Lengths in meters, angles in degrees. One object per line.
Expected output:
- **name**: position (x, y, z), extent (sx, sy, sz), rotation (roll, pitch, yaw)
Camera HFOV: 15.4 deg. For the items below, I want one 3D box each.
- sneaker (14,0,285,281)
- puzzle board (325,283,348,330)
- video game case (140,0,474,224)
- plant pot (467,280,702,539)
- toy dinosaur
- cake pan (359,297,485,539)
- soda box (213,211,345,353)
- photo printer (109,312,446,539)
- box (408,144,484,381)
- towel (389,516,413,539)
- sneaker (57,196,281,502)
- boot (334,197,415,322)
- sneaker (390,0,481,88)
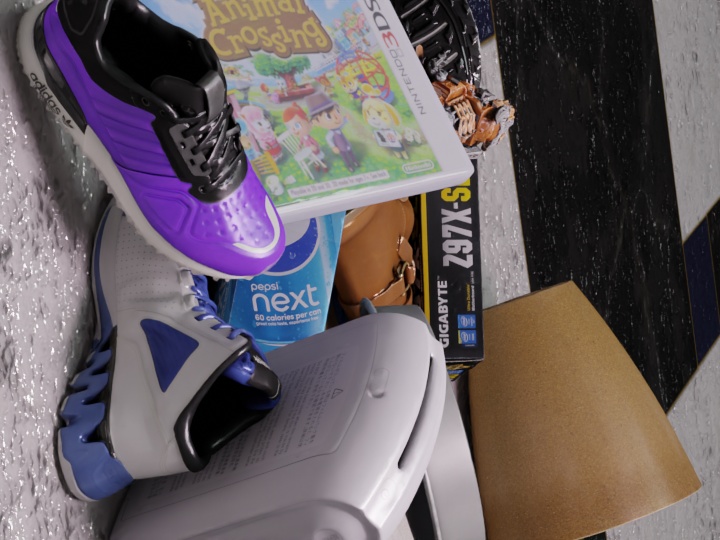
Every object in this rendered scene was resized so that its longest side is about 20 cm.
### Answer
- **sneaker**: position (-0.101, -0.079, 1.476), extent (0.200, 0.099, 0.070), rotation (49, 51, -16)
- **puzzle board**: position (-0.038, 0.021, 1.866), extent (0.151, 0.017, 0.200), rotation (-68, 148, -54)
- **video game case**: position (-0.041, -0.120, 1.636), extent (0.200, 0.022, 0.182), rotation (-14, 72, -41)
- **plant pot**: position (0.167, 0.116, 2.221), extent (0.186, 0.186, 0.200), rotation (-18, 90, -70)
- **toy dinosaur**: position (0.012, -0.118, 1.819), extent (0.200, 0.102, 0.136), rotation (17, 27, -48)
- **cake pan**: position (0.042, 0.111, 1.770), extent (0.200, 0.037, 0.201), rotation (166, -90, -85)
- **soda box**: position (-0.051, -0.016, 1.696), extent (0.068, 0.064, 0.200), rotation (135, -34, -67)
- **photo printer**: position (-0.041, 0.111, 1.550), extent (0.069, 0.200, 0.167), rotation (50, 38, -26)
- **box**: position (0.055, -0.020, 1.991), extent (0.160, 0.049, 0.201), rotation (138, -48, -77)
- **towel**: position (0.008, 0.182, 1.908), extent (0.200, 0.034, 0.133), rotation (70, 26, -51)
- **sneaker**: position (-0.098, 0.042, 1.542), extent (0.081, 0.115, 0.200), rotation (59, 32, -53)
- **boot**: position (0.000, 0.000, 1.853), extent (0.200, 0.074, 0.155), rotation (-46, 132, -63)
- **sneaker**: position (0.032, -0.199, 1.940), extent (0.200, 0.074, 0.079), rotation (61, 2, 17)
